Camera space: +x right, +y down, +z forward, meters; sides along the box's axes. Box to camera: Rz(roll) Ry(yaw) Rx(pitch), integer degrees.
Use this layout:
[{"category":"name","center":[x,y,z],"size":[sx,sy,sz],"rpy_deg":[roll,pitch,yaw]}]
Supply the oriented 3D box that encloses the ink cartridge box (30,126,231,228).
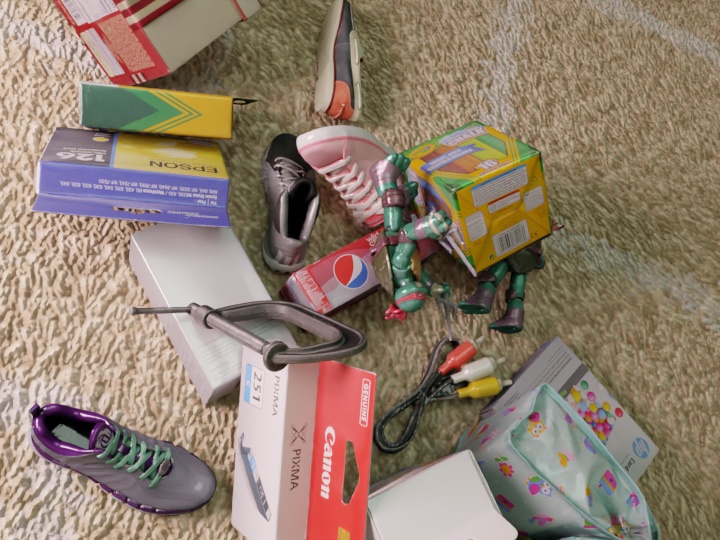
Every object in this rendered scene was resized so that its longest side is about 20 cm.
[{"category":"ink cartridge box","center":[-0.251,-0.111,0.762],"size":[0.197,0.047,0.200],"rpy_deg":[4,23,-20]}]

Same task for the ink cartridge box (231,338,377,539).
[{"category":"ink cartridge box","center":[-0.062,0.180,0.656],"size":[0.045,0.176,0.201],"rpy_deg":[2,93,-38]}]

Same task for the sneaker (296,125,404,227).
[{"category":"sneaker","center":[-0.001,-0.115,0.868],"size":[0.200,0.075,0.105],"rpy_deg":[10,68,-57]}]

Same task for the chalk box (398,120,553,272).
[{"category":"chalk box","center":[0.137,-0.109,0.884],"size":[0.124,0.124,0.200],"rpy_deg":[-26,33,-11]}]

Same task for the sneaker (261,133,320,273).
[{"category":"sneaker","center":[-0.078,-0.105,0.847],"size":[0.075,0.116,0.201],"rpy_deg":[4,67,-18]}]

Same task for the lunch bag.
[{"category":"lunch bag","center":[0.210,0.255,0.763],"size":[0.200,0.170,0.122],"rpy_deg":[46,50,4]}]

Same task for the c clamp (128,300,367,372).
[{"category":"c clamp","center":[-0.100,0.060,0.663],"size":[0.170,0.199,0.027],"rpy_deg":[-7,107,-46]}]

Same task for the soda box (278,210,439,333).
[{"category":"soda box","center":[0.000,0.000,0.856],"size":[0.200,0.070,0.064],"rpy_deg":[-28,81,-29]}]

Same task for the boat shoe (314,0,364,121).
[{"category":"boat shoe","center":[-0.025,-0.308,0.982],"size":[0.062,0.071,0.201],"rpy_deg":[12,66,-22]}]

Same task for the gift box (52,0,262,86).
[{"category":"gift box","center":[-0.261,-0.355,0.838],"size":[0.187,0.199,0.185],"rpy_deg":[-48,129,-27]}]

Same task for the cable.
[{"category":"cable","center":[0.092,0.143,0.839],"size":[0.199,0.050,0.097],"rpy_deg":[-24,74,-28]}]

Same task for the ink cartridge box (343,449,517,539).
[{"category":"ink cartridge box","center":[0.058,0.271,0.684],"size":[0.128,0.200,0.126],"rpy_deg":[-19,75,-26]}]

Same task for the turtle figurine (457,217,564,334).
[{"category":"turtle figurine","center":[0.201,-0.023,0.930],"size":[0.149,0.101,0.201],"rpy_deg":[22,67,-10]}]

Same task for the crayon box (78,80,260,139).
[{"category":"crayon box","center":[-0.231,-0.189,0.820],"size":[0.199,0.126,0.052],"rpy_deg":[0,100,-19]}]

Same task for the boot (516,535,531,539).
[{"category":"boot","center":[0.162,0.398,0.714],"size":[0.154,0.072,0.200],"rpy_deg":[39,90,-2]}]

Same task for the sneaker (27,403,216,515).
[{"category":"sneaker","center":[-0.238,0.190,0.676],"size":[0.199,0.088,0.075],"rpy_deg":[23,62,-9]}]

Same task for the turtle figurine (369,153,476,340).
[{"category":"turtle figurine","center":[0.059,-0.024,0.773],"size":[0.100,0.150,0.201],"rpy_deg":[-10,63,-8]}]

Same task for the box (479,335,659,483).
[{"category":"box","center":[0.274,0.211,0.883],"size":[0.156,0.041,0.200],"rpy_deg":[-38,85,-29]}]

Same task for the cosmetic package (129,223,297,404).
[{"category":"cosmetic package","center":[-0.171,0.035,0.774],"size":[0.113,0.081,0.201],"rpy_deg":[-23,76,-27]}]
